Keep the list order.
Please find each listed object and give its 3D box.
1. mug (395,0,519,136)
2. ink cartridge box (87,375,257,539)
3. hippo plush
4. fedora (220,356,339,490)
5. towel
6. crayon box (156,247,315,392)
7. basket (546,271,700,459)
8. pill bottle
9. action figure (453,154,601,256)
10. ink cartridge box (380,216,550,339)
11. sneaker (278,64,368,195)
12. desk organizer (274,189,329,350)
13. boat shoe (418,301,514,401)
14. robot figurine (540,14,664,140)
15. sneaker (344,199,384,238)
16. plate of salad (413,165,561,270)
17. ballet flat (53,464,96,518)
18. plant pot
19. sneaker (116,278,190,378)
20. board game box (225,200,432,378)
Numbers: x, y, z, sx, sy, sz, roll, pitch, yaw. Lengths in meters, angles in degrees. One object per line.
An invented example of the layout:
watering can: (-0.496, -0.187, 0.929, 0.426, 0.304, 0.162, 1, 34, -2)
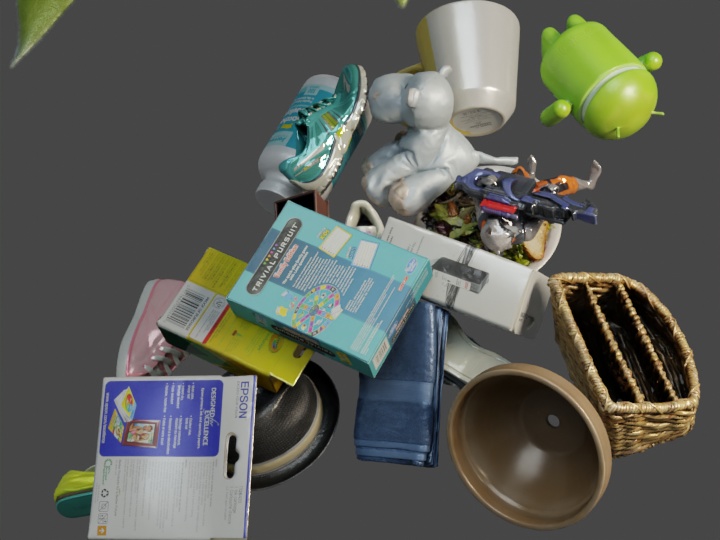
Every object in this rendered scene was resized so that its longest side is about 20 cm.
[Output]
mug: (0.149, -0.266, 1.854, 0.149, 0.187, 0.154, 7, 64, -22)
ink cartridge box: (-0.219, 0.226, 1.565, 0.199, 0.047, 0.198, -1, 72, 11)
hippo plush: (0.074, -0.177, 1.735, 0.200, 0.161, 0.159, 12, 45, 34)
fedora: (-0.128, 0.173, 1.634, 0.200, 0.092, 0.201, -5, 58, 8)
towel: (0.049, 0.137, 1.601, 0.111, 0.049, 0.201, 2, 88, 29)
crayon box: (-0.134, 0.066, 1.616, 0.200, 0.051, 0.127, 23, 65, 21)
basket: (0.322, 0.097, 1.557, 0.142, 0.149, 0.200, -18, 55, 0)
pill bottle: (-0.071, -0.168, 1.830, 0.111, 0.111, 0.200, 18, 62, 21)
action figure: (0.229, -0.076, 1.666, 0.200, 0.105, 0.193, 24, 45, 35)
ink cartridge box: (0.129, 0.011, 1.640, 0.200, 0.144, 0.084, 22, 91, 20)
sneaker: (-0.046, -0.198, 1.747, 0.080, 0.078, 0.200, 27, 67, -11)
desk organizer: (-0.078, 0.000, 1.704, 0.072, 0.077, 0.201, -5, 78, 9)
boat shoe: (0.123, 0.109, 1.643, 0.200, 0.062, 0.075, 30, 66, 24)
robot figurine: (0.328, -0.262, 1.804, 0.175, 0.116, 0.200, -28, 57, -12)
sneaker: (0.000, 0.000, 1.715, 0.075, 0.100, 0.200, -6, 58, 5)
plate of salad: (0.169, -0.065, 1.753, 0.199, 0.048, 0.200, -5, 58, 9)
ballet flat: (-0.284, 0.265, 1.630, 0.199, 0.067, 0.067, -6, 38, 10)
plant pot: (0.208, 0.192, 1.524, 0.201, 0.201, 0.093, 25, 32, 25)
sneaker: (-0.249, 0.096, 1.718, 0.104, 0.075, 0.201, 0, 54, 17)
board game box: (-0.036, 0.020, 1.568, 0.200, 0.047, 0.151, 23, 68, 21)
